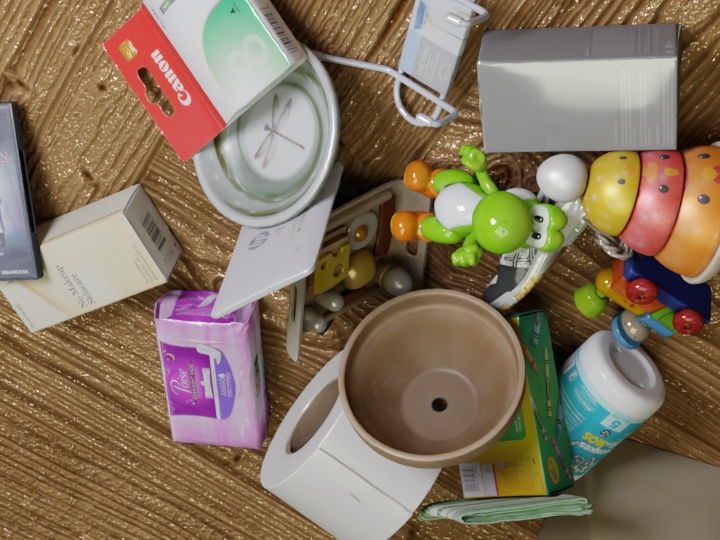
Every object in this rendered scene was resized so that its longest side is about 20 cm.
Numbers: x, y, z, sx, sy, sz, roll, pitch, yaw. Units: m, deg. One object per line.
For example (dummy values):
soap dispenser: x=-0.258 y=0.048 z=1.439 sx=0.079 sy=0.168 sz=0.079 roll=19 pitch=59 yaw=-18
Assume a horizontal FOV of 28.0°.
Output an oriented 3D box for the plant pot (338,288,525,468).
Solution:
plant pot: x=0.080 y=0.128 z=1.563 sx=0.199 sy=0.202 sz=0.093 roll=2 pitch=152 yaw=11

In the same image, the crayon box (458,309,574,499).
crayon box: x=0.162 y=0.152 z=1.621 sx=0.118 sy=0.058 sz=0.202 roll=-10 pitch=88 yaw=41

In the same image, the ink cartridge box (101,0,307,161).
ink cartridge box: x=-0.173 y=-0.225 z=1.493 sx=0.200 sy=0.050 sz=0.161 roll=-35 pitch=89 yaw=27

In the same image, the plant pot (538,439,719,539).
plant pot: x=0.328 y=0.343 z=1.721 sx=0.198 sy=0.177 sz=0.201 roll=17 pitch=124 yaw=0

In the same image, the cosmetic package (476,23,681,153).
cosmetic package: x=0.219 y=-0.182 z=1.450 sx=0.198 sy=0.090 sz=0.108 roll=3 pitch=124 yaw=13

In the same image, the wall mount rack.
wall mount rack: x=0.037 y=-0.240 z=1.458 sx=0.173 sy=0.074 sz=0.201 roll=33 pitch=128 yaw=24

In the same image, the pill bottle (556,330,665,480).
pill bottle: x=0.248 y=0.168 z=1.661 sx=0.110 sy=0.111 sz=0.200 roll=33 pitch=124 yaw=-11

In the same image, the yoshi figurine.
yoshi figurine: x=0.114 y=-0.060 z=1.478 sx=0.199 sy=0.112 sz=0.113 roll=13 pitch=136 yaw=43

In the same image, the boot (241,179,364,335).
boot: x=-0.072 y=-0.032 z=1.631 sx=0.130 sy=0.068 sz=0.201 roll=15 pitch=120 yaw=10

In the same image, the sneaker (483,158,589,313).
sneaker: x=0.183 y=-0.040 z=1.571 sx=0.088 sy=0.076 sz=0.200 roll=40 pitch=123 yaw=6

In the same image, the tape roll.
tape roll: x=-0.003 y=0.206 z=1.684 sx=0.139 sy=0.203 sz=0.203 roll=36 pitch=123 yaw=-14

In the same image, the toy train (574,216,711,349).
toy train: x=0.273 y=0.011 z=1.559 sx=0.199 sy=0.085 sz=0.116 roll=31 pitch=138 yaw=-23

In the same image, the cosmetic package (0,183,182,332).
cosmetic package: x=-0.320 y=-0.013 z=1.681 sx=0.199 sy=0.073 sz=0.104 roll=-21 pitch=116 yaw=22

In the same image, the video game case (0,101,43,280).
video game case: x=-0.439 y=-0.087 z=1.641 sx=0.142 sy=0.019 sz=0.202 roll=-1 pitch=104 yaw=20

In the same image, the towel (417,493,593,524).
towel: x=0.154 y=0.265 z=1.600 sx=0.151 sy=0.200 sz=0.024 roll=-4 pitch=85 yaw=-13

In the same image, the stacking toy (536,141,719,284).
stacking toy: x=0.273 y=-0.073 z=1.455 sx=0.198 sy=0.147 sz=0.147 roll=10 pitch=126 yaw=-8

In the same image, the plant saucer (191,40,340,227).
plant saucer: x=-0.090 y=-0.144 z=1.518 sx=0.199 sy=0.050 sz=0.202 roll=-2 pitch=86 yaw=38

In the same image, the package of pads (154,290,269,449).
package of pads: x=-0.177 y=0.121 z=1.738 sx=0.119 sy=0.076 sz=0.201 roll=2 pitch=124 yaw=8

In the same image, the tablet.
tablet: x=-0.085 y=-0.035 z=1.486 sx=0.130 sy=0.201 sz=0.014 roll=-25 pitch=118 yaw=25

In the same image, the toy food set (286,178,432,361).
toy food set: x=0.000 y=0.000 z=1.564 sx=0.060 sy=0.199 sz=0.144 roll=31 pitch=133 yaw=32
